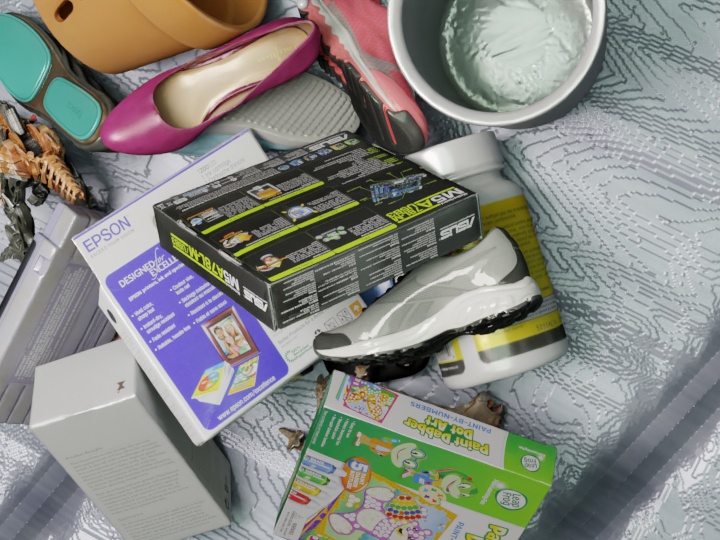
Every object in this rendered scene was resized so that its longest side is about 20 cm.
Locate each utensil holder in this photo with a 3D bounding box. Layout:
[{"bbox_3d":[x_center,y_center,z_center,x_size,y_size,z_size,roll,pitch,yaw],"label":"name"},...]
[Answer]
[{"bbox_3d":[0.120,-0.200,1.249,0.168,0.200,0.172,1,93,11],"label":"utensil holder"}]

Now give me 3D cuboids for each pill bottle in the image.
[{"bbox_3d":[0.098,-0.009,1.305,0.113,0.114,0.202,-16,90,11],"label":"pill bottle"}]

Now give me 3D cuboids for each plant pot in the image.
[{"bbox_3d":[-0.195,-0.263,1.324,0.139,0.200,0.202,-29,87,27],"label":"plant pot"}]

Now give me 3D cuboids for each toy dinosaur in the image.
[{"bbox_3d":[0.019,0.156,1.351,0.198,0.086,0.136,-22,128,29],"label":"toy dinosaur"},{"bbox_3d":[-0.294,-0.083,1.358,0.101,0.200,0.137,-17,114,-5],"label":"toy dinosaur"}]

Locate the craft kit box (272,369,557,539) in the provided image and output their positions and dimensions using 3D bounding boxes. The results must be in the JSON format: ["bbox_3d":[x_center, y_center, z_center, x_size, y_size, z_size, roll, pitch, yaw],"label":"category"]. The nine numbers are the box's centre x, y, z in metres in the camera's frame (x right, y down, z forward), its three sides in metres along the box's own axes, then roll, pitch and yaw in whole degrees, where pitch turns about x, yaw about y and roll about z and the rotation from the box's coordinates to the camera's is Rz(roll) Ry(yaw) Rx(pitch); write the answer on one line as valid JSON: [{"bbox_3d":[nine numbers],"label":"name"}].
[{"bbox_3d":[0.041,0.187,1.284,0.195,0.049,0.201,17,137,-4],"label":"craft kit box"}]

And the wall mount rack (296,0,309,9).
[{"bbox_3d":[-0.007,-0.310,1.320,0.198,0.075,0.176,-18,73,12],"label":"wall mount rack"}]

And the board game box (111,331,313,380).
[{"bbox_3d":[-0.162,0.046,1.389,0.198,0.057,0.167,-19,90,12],"label":"board game box"}]

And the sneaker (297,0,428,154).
[{"bbox_3d":[0.019,-0.184,1.302,0.086,0.074,0.201,-28,53,-7],"label":"sneaker"}]

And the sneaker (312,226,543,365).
[{"bbox_3d":[0.049,0.027,1.239,0.198,0.074,0.080,-22,77,21],"label":"sneaker"}]

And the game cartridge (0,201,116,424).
[{"bbox_3d":[-0.259,0.041,1.316,0.038,0.129,0.202,34,100,33],"label":"game cartridge"}]

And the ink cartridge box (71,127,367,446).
[{"bbox_3d":[-0.116,0.011,1.289,0.197,0.043,0.201,-34,91,-29],"label":"ink cartridge box"}]

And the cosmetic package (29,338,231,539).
[{"bbox_3d":[-0.197,0.155,1.334,0.100,0.201,0.072,-17,45,11],"label":"cosmetic package"}]

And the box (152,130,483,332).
[{"bbox_3d":[-0.037,-0.039,1.214,0.198,0.193,0.048,-24,124,-27],"label":"box"}]

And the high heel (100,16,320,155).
[{"bbox_3d":[-0.127,-0.160,1.276,0.199,0.096,0.068,-30,84,-16],"label":"high heel"}]

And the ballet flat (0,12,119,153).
[{"bbox_3d":[-0.272,-0.164,1.388,0.200,0.068,0.068,45,104,32],"label":"ballet flat"}]

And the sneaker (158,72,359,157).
[{"bbox_3d":[-0.102,-0.135,1.371,0.197,0.082,0.075,5,68,-8],"label":"sneaker"}]

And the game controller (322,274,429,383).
[{"bbox_3d":[0.000,0.000,1.362,0.103,0.042,0.203,-12,90,12],"label":"game controller"}]
